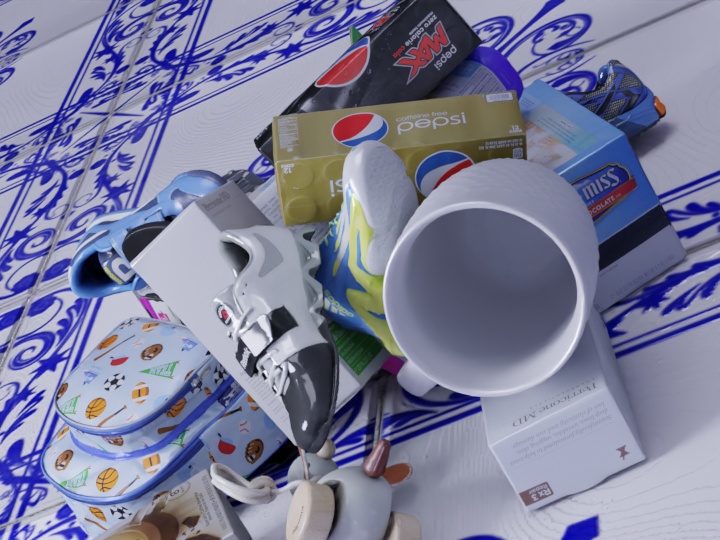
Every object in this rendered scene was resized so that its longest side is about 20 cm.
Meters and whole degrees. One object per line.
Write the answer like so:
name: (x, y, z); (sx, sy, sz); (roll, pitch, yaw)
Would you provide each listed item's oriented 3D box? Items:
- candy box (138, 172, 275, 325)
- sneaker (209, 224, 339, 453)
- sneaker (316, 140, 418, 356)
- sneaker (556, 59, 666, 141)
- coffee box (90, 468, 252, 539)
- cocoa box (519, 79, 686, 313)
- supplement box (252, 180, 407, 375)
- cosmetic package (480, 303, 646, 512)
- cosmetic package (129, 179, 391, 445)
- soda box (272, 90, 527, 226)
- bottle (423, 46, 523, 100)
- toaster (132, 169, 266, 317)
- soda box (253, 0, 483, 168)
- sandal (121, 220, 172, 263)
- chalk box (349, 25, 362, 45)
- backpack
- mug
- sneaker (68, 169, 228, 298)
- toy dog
candy box: (-0.091, 0.016, 1.769); (0.061, 0.137, 0.200); (3, 41, 51)
sneaker: (-0.069, 0.050, 1.430); (0.074, 0.088, 0.201); (118, 149, -43)
sneaker: (-0.007, -0.016, 1.478); (0.105, 0.201, 0.076); (11, 42, 29)
sneaker: (0.186, -0.126, 1.785); (0.199, 0.079, 0.075); (-33, 4, -13)
coffee box: (-0.175, 0.256, 1.473); (0.199, 0.080, 0.113); (-32, 25, -3)
cocoa box: (0.161, -0.058, 1.635); (0.133, 0.132, 0.200); (-32, 24, -4)
supplement box: (0.000, 0.000, 1.641); (0.199, 0.102, 0.103); (25, 53, 25)
cosmetic package: (0.145, 0.086, 1.451); (0.101, 0.074, 0.200); (-27, 23, 10)
cosmetic package: (-0.080, 0.033, 1.556); (0.085, 0.200, 0.108); (-42, 1, 19)
soda box: (0.031, -0.089, 1.515); (0.199, 0.068, 0.064); (-6, 40, 0)
bottle: (0.054, -0.103, 1.609); (0.200, 0.065, 0.083); (-49, 21, -22)
toaster: (-0.145, 0.004, 1.860); (0.200, 0.130, 0.114); (-35, 24, -13)
soda box: (0.005, -0.150, 1.595); (0.200, 0.071, 0.063); (-44, 14, 1)
sandal: (-0.122, 0.030, 1.644); (0.075, 0.200, 0.045); (-47, 7, 41)
chalk box: (0.049, -0.151, 1.854); (0.123, 0.201, 0.125); (-25, 25, 12)
backpack: (-0.172, 0.142, 1.620); (0.199, 0.154, 0.191); (6, 52, 48)
mug: (0.091, 0.011, 1.422); (0.200, 0.147, 0.175); (-55, 1, 24)
sneaker: (-0.185, -0.025, 1.706); (0.199, 0.074, 0.082); (-25, 21, 38)
toy dog: (-0.014, 0.156, 1.444); (0.200, 0.131, 0.097); (27, 97, 54)
